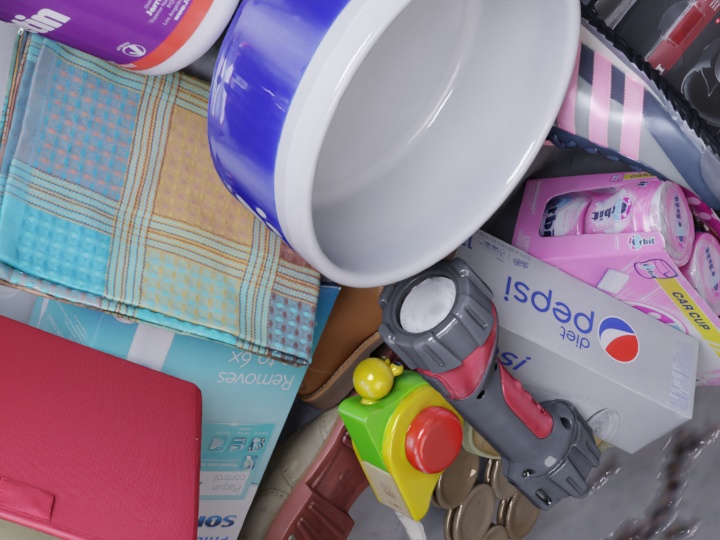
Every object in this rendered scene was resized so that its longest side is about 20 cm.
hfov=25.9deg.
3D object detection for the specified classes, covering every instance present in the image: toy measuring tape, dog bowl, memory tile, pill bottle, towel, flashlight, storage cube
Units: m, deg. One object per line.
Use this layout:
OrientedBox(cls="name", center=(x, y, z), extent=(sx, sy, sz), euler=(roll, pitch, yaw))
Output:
OrientedBox(cls="toy measuring tape", center=(0.043, 0.127, 1.001), extent=(0.073, 0.074, 0.201), euler=(-31, 124, -10))
OrientedBox(cls="dog bowl", center=(0.020, -0.095, 0.807), extent=(0.200, 0.079, 0.201), euler=(-34, 144, -28))
OrientedBox(cls="memory tile", center=(0.098, 0.123, 1.116), extent=(0.153, 0.017, 0.201), euler=(-50, 139, -29))
OrientedBox(cls="pill bottle", center=(-0.153, -0.170, 0.718), extent=(0.199, 0.112, 0.113), euler=(17, 110, -39))
OrientedBox(cls="towel", center=(-0.101, -0.040, 0.833), extent=(0.199, 0.022, 0.148), euler=(19, 67, -32))
OrientedBox(cls="flashlight", center=(0.086, 0.069, 0.954), extent=(0.067, 0.068, 0.200), euler=(-24, 136, 22))
OrientedBox(cls="storage cube", center=(-0.190, 0.139, 0.781), extent=(0.199, 0.180, 0.172), euler=(21, 112, -14))

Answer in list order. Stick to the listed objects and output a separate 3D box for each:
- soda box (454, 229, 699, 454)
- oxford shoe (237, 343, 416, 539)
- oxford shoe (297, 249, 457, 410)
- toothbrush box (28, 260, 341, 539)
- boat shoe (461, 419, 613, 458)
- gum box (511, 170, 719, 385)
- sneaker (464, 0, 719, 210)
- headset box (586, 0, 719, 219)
OrientedBox(cls="soda box", center=(0.120, 0.045, 1.015), extent=(0.199, 0.064, 0.068), euler=(26, 143, -18))
OrientedBox(cls="oxford shoe", center=(-0.020, 0.111, 1.037), extent=(0.200, 0.075, 0.071), euler=(-53, 132, -18))
OrientedBox(cls="oxford shoe", center=(0.000, 0.000, 0.960), extent=(0.071, 0.071, 0.200), euler=(27, 112, -26))
OrientedBox(cls="toothbrush box", center=(-0.122, 0.067, 0.925), extent=(0.146, 0.085, 0.201), euler=(7, 118, -35))
OrientedBox(cls="boat shoe", center=(0.143, 0.098, 1.086), extent=(0.199, 0.076, 0.072), euler=(-3, 107, -53))
OrientedBox(cls="gum box", center=(0.194, 0.007, 1.058), extent=(0.200, 0.113, 0.066), euler=(42, 54, -44))
OrientedBox(cls="sneaker", center=(0.137, -0.092, 0.914), extent=(0.082, 0.200, 0.070), euler=(-48, 176, 19))
OrientedBox(cls="headset box", center=(0.221, -0.137, 1.009), extent=(0.200, 0.077, 0.149), euler=(31, 101, -42))
